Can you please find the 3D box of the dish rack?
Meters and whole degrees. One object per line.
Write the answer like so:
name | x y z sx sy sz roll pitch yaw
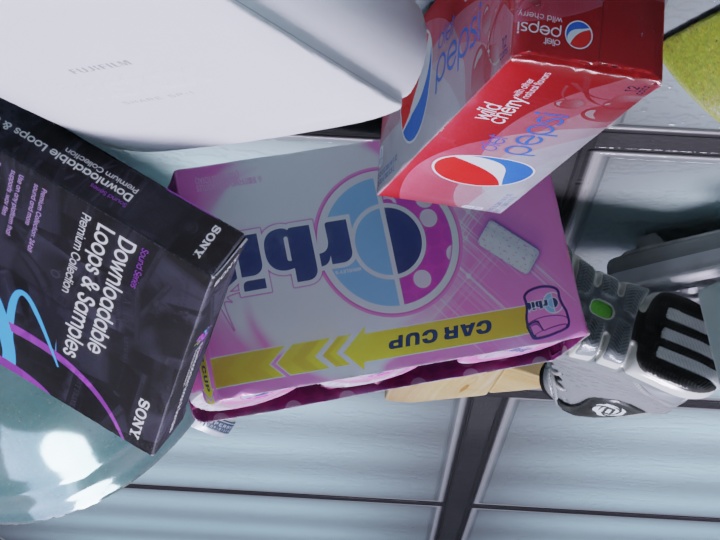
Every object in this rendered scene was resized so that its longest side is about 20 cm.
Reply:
dish rack | 0.253 0.006 1.189 0.199 0.044 0.171 15 161 -36

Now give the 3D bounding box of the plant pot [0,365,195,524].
plant pot | -0.189 0.017 1.102 0.199 0.201 0.135 -3 137 24

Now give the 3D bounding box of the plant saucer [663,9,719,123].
plant saucer | 0.258 -0.081 0.848 0.198 0.048 0.200 10 163 -24

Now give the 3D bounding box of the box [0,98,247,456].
box | -0.157 -0.012 0.911 0.199 0.036 0.143 29 139 5

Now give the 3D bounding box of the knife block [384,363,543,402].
knife block | 0.047 0.033 1.299 0.199 0.065 0.175 -9 160 41

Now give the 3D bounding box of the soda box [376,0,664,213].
soda box | 0.062 -0.083 0.841 0.063 0.071 0.200 8 165 -12

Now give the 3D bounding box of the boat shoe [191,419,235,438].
boat shoe | -0.143 0.032 1.349 0.199 0.091 0.071 27 179 33

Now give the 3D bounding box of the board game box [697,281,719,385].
board game box | 0.304 0.027 1.083 0.199 0.065 0.147 -22 150 22

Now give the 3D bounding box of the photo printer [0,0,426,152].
photo printer | -0.091 -0.109 0.780 0.165 0.070 0.200 -5 163 30

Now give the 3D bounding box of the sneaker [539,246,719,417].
sneaker | 0.104 0.035 1.158 0.199 0.075 0.116 28 153 -2

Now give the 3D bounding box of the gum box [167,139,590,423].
gum box | 0.000 0.000 0.992 0.198 0.114 0.066 -9 168 -13
